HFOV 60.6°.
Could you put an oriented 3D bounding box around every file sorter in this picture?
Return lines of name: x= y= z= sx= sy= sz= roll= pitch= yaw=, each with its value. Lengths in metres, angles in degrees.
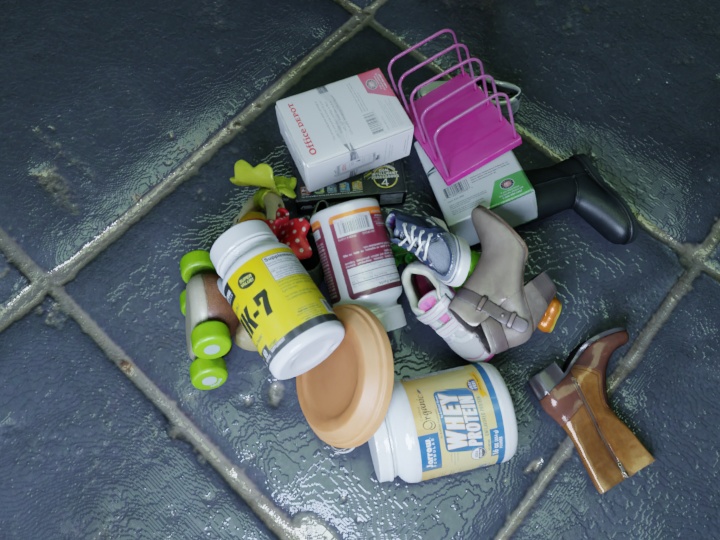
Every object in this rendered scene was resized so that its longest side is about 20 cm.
file sorter: x=0.146 y=-0.273 z=1.002 sx=0.138 sy=0.126 sz=0.201 roll=-29 pitch=53 yaw=4

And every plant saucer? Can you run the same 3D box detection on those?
plant saucer: x=-0.032 y=0.146 z=0.870 sx=0.037 sy=0.199 sz=0.202 roll=10 pitch=61 yaw=-39

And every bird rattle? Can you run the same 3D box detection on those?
bird rattle: x=-0.152 y=-0.072 z=1.005 sx=0.112 sy=0.163 sz=0.202 roll=7 pitch=52 yaw=-43

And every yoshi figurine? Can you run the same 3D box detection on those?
yoshi figurine: x=0.223 y=0.025 z=1.005 sx=0.198 sy=0.113 sz=0.113 roll=15 pitch=52 yaw=6

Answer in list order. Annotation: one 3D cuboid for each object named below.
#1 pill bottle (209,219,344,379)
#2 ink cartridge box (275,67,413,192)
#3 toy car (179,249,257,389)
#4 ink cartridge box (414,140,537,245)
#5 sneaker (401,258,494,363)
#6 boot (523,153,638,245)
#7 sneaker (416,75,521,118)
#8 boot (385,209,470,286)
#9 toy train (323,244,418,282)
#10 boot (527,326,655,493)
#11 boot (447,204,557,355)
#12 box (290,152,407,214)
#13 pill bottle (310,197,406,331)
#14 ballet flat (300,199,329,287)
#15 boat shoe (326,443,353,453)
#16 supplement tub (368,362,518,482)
pill bottle: x=-0.118 y=0.036 z=0.842 sx=0.114 sy=0.115 sz=0.201 roll=-31 pitch=68 yaw=-14
ink cartridge box: x=-0.029 y=-0.243 z=1.058 sx=0.198 sy=0.083 sz=0.148 roll=-22 pitch=68 yaw=-12
toy car: x=-0.169 y=0.069 z=0.950 sx=0.198 sy=0.159 sz=0.165 roll=-5 pitch=50 yaw=-21
ink cartridge box: x=0.192 y=-0.157 z=1.042 sx=0.145 sy=0.083 sz=0.202 roll=-22 pitch=56 yaw=10
sneaker: x=0.126 y=0.063 z=0.948 sx=0.200 sy=0.088 sz=0.082 roll=49 pitch=115 yaw=21
boot: x=0.358 y=-0.106 z=1.071 sx=0.166 sy=0.077 sz=0.202 roll=-19 pitch=63 yaw=-14
sneaker: x=0.207 y=-0.338 z=1.165 sx=0.197 sy=0.071 sz=0.074 roll=3 pitch=67 yaw=-1
boot: x=0.094 y=-0.037 z=0.925 sx=0.089 sy=0.200 sz=0.074 roll=13 pitch=106 yaw=-14
toy train: x=0.032 y=-0.015 z=1.043 sx=0.197 sy=0.042 sz=0.057 roll=-11 pitch=58 yaw=-7
boot: x=0.387 y=0.208 z=0.951 sx=0.187 sy=0.069 sz=0.201 roll=-30 pitch=73 yaw=-14
boot: x=0.186 y=0.017 z=0.904 sx=0.146 sy=0.070 sz=0.200 roll=-36 pitch=71 yaw=-12
box: x=-0.025 y=-0.189 z=1.106 sx=0.197 sy=0.049 sz=0.163 roll=-5 pitch=64 yaw=-4
pill bottle: x=0.000 y=0.000 z=0.954 sx=0.113 sy=0.114 sz=0.202 roll=-15 pitch=86 yaw=-8
ballet flat: x=-0.085 y=-0.033 z=1.008 sx=0.066 sy=0.057 sz=0.201 roll=2 pitch=49 yaw=12
boat shoe: x=-0.028 y=0.174 z=0.949 sx=0.073 sy=0.060 sz=0.202 roll=3 pitch=67 yaw=4
supplement tub: x=0.110 y=0.221 z=0.891 sx=0.197 sy=0.145 sz=0.146 roll=-11 pitch=68 yaw=-7
